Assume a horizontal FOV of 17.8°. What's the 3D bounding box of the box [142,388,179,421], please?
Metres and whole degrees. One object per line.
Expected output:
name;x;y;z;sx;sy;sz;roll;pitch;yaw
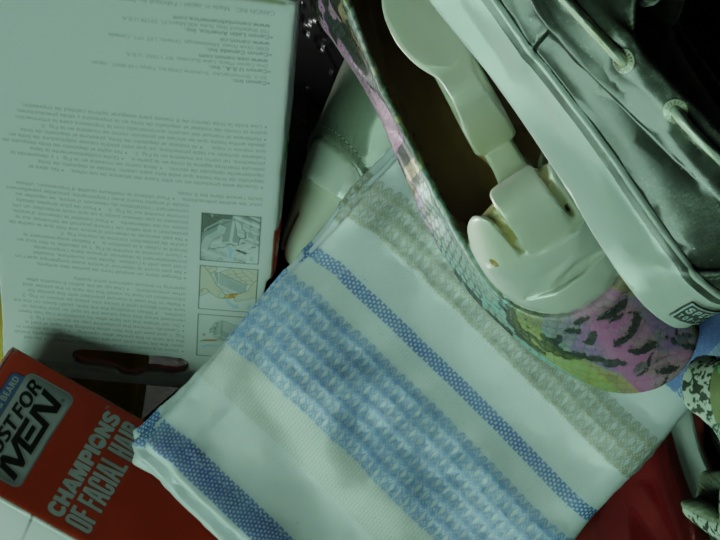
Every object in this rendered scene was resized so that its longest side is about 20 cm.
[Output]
box;-0.076;0.143;1.115;0.112;0.101;0.200;43;148;11

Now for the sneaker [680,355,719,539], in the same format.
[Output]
sneaker;0.143;0.048;0.749;0.088;0.077;0.200;27;142;18

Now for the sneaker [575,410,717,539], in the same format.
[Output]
sneaker;0.072;0.086;0.852;0.200;0.115;0.078;55;149;-10

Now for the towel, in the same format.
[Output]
towel;0.027;0.042;0.824;0.147;0.200;0.024;44;-167;10

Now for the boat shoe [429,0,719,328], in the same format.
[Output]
boat shoe;0.073;-0.081;0.728;0.064;0.071;0.200;-37;84;27

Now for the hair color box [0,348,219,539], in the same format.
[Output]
hair color box;-0.074;0.126;0.909;0.200;0.064;0.111;29;145;-1

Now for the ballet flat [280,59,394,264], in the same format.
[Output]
ballet flat;0.000;0.000;0.896;0.067;0.064;0.200;42;150;34

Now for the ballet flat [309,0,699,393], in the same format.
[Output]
ballet flat;0.043;-0.045;0.767;0.200;0.069;0.071;58;-178;7

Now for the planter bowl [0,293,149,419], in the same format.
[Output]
planter bowl;-0.159;0.006;0.994;0.200;0.083;0.201;179;90;-67

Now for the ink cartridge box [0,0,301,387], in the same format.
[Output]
ink cartridge box;-0.082;-0.041;0.864;0.109;0.050;0.200;6;135;-1
